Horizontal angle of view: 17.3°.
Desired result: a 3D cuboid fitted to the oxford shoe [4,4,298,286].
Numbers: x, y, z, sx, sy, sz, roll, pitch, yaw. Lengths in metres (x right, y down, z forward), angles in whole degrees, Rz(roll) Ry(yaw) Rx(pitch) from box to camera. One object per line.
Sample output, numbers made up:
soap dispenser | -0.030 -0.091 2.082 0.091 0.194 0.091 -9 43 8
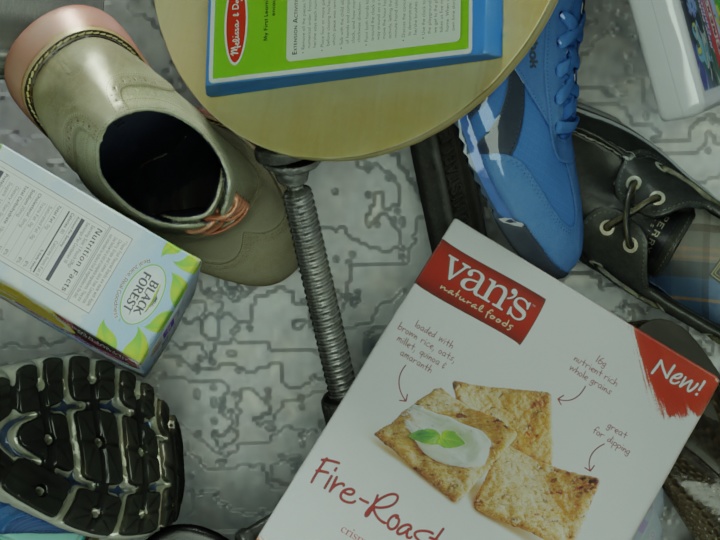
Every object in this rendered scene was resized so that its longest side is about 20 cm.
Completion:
oxford shoe | -0.076 -0.033 1.010 0.071 0.200 0.074 -44 51 6

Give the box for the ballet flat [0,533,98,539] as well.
ballet flat | -0.210 0.079 1.065 0.199 0.071 0.071 27 92 -9

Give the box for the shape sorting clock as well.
shape sorting clock | 0.000 -0.142 0.969 0.199 0.039 0.201 -5 77 24

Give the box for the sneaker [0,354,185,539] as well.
sneaker | -0.167 0.077 1.006 0.199 0.089 0.079 11 71 -30

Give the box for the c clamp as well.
c clamp | 0.000 0.000 1.030 0.170 0.027 0.201 -25 116 -39

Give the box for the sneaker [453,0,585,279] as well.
sneaker | 0.070 -0.096 1.010 0.078 0.066 0.201 -18 94 10

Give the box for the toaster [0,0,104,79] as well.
toaster | -0.199 -0.172 0.998 0.199 0.118 0.182 4 93 42

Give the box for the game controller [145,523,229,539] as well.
game controller | -0.098 0.206 1.025 0.104 0.042 0.200 36 100 -10

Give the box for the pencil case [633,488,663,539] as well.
pencil case | 0.087 0.183 1.068 0.090 0.083 0.201 2 93 -14

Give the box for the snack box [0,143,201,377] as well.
snack box | -0.139 -0.012 0.996 0.142 0.200 0.053 32 84 -2

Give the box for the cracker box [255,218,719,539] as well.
cracker box | 0.043 0.098 0.988 0.134 0.058 0.200 31 73 3

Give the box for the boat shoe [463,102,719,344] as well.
boat shoe | 0.137 -0.018 1.074 0.199 0.057 0.069 32 92 -3

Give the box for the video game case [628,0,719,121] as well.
video game case | 0.130 -0.169 1.009 0.023 0.182 0.201 -14 93 21

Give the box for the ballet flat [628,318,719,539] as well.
ballet flat | 0.171 0.108 1.091 0.067 0.046 0.200 -41 99 -30
